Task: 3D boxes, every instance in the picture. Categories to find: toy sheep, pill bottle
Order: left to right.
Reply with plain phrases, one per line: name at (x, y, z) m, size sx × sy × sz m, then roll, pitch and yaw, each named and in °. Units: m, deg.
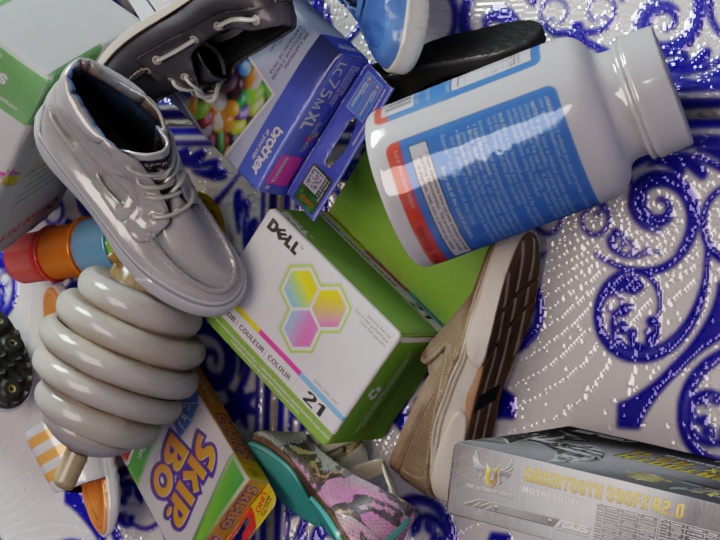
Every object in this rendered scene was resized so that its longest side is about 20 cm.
toy sheep at (-0.179, 0.068, 1.445) m, size 0.137 × 0.137 × 0.202 m, roll 21°, pitch 96°, yaw 32°
pill bottle at (0.112, -0.086, 1.291) m, size 0.198 × 0.112 × 0.113 m, roll -20°, pitch 78°, yaw 13°

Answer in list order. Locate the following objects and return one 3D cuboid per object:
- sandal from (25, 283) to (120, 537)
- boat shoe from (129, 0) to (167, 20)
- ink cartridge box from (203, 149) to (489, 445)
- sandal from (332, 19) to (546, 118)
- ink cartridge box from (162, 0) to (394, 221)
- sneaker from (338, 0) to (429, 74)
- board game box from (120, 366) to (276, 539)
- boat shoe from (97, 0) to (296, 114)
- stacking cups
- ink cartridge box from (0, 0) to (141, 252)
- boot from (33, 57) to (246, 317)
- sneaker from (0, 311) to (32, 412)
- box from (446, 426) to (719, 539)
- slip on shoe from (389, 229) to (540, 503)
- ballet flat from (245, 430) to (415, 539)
sandal at (-0.240, 0.115, 1.555) m, size 0.079 × 0.059 × 0.208 m, roll 134°, pitch 123°, yaw -61°
boat shoe at (-0.155, -0.253, 1.512) m, size 0.086 × 0.074 × 0.203 m, roll -43°, pitch 71°, yaw 25°
ink cartridge box at (0.000, 0.000, 1.403) m, size 0.148 × 0.076 × 0.201 m, roll 44°, pitch 113°, yaw 26°
sandal at (0.052, -0.131, 1.385) m, size 0.199 × 0.075 × 0.048 m, roll -14°, pitch 111°, yaw 37°
ink cartridge box at (-0.072, -0.141, 1.408) m, size 0.200 × 0.042 × 0.120 m, roll 45°, pitch 112°, yaw 29°
sneaker at (-0.025, -0.217, 1.365) m, size 0.077 × 0.110 × 0.201 m, roll 119°, pitch 146°, yaw -46°
board game box at (-0.134, 0.138, 1.489) m, size 0.096 × 0.030 × 0.200 m, roll -55°, pitch 49°, yaw 21°
boat shoe at (-0.118, -0.149, 1.373) m, size 0.199 × 0.072 × 0.063 m, roll -34°, pitch 73°, yaw 36°
stacking cups at (-0.197, -0.018, 1.552) m, size 0.199 × 0.060 × 0.061 m, roll -10°, pitch 84°, yaw 38°
ink cartridge box at (-0.266, -0.114, 1.509) m, size 0.087 × 0.145 × 0.201 m, roll 34°, pitch 123°, yaw 7°
boot at (-0.148, -0.057, 1.369) m, size 0.200 × 0.074 × 0.096 m, roll 44°, pitch 152°, yaw 1°
sneaker at (-0.346, 0.053, 1.646) m, size 0.200 × 0.072 × 0.073 m, roll 39°, pitch 144°, yaw 21°
box at (0.177, 0.144, 1.236) m, size 0.199 × 0.158 × 0.049 m, roll 11°, pitch 95°, yaw 34°
slip on shoe at (0.071, 0.061, 1.360) m, size 0.060 × 0.076 × 0.202 m, roll 20°, pitch 108°, yaw 25°
ballet flat at (-0.016, 0.154, 1.403) m, size 0.200 × 0.071 × 0.070 m, roll 31°, pitch 151°, yaw 61°
